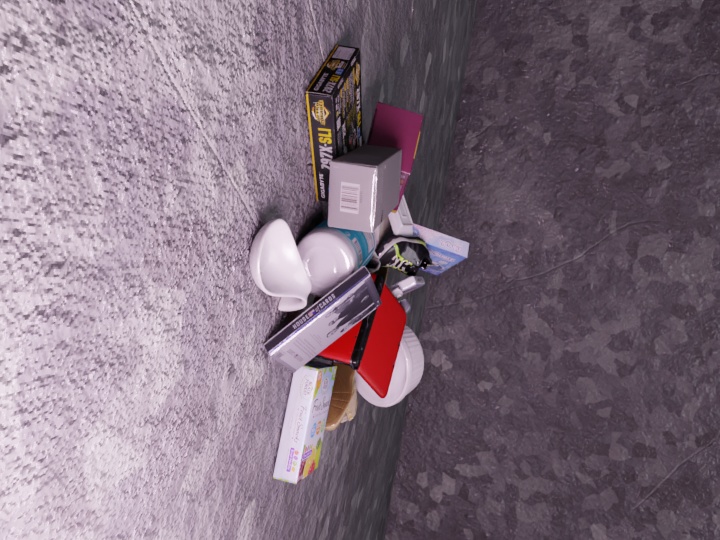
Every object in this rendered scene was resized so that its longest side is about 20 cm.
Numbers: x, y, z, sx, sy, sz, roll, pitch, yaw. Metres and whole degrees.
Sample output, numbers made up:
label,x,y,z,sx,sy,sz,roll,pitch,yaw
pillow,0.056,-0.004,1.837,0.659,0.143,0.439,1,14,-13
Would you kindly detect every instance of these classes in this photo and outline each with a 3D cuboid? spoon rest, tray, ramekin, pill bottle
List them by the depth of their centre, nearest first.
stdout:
label,x,y,z,sx,sy,sz,roll,pitch,yaw
spoon rest,-0.109,0.004,0.821,0.201,0.059,0.102,76,27,-63
pill bottle,-0.035,-0.039,1.003,0.200,0.107,0.115,-51,149,-65
tray,0.076,-0.177,1.329,0.106,0.022,0.206,-7,78,-62
ramekin,0.066,0.215,1.379,0.092,0.199,0.210,-6,109,-45

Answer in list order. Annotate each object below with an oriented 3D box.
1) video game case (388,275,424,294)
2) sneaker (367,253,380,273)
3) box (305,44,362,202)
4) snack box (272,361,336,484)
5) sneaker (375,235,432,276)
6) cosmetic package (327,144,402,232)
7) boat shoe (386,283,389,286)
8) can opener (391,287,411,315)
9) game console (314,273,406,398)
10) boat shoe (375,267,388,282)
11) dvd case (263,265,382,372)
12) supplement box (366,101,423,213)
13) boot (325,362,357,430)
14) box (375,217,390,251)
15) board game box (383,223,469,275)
label,x,y,z,sx,sy,sz,roll,pitch,yaw
video game case,0.050,0.064,1.328,0.024,0.195,0.182,64,11,6
sneaker,0.000,0.000,1.233,0.202,0.089,0.078,80,26,-58
box,-0.038,-0.243,0.968,0.204,0.048,0.162,87,16,-45
snack box,-0.102,0.281,1.089,0.142,0.051,0.207,32,69,-78
sneaker,0.105,-0.028,1.302,0.197,0.084,0.072,-11,154,-48
cosmetic package,0.012,-0.145,0.973,0.200,0.087,0.111,-48,144,-62
boat shoe,0.066,0.080,1.549,0.068,0.200,0.073,-46,123,5
can opener,0.015,0.104,1.195,0.196,0.067,0.054,-31,149,-14
game console,-0.008,0.116,1.114,0.121,0.166,0.204,87,18,-51
boat shoe,0.032,0.072,1.488,0.072,0.070,0.207,67,34,-75
dvd case,-0.055,0.085,0.941,0.198,0.025,0.151,-37,159,-5
supplement box,0.055,-0.226,1.186,0.201,0.100,0.135,105,0,-74
boot,-0.049,0.307,1.310,0.203,0.070,0.159,-75,168,-48
box,0.037,-0.128,1.349,0.201,0.066,0.085,-57,154,-59
board game box,0.151,-0.056,1.483,0.199,0.194,0.045,137,-30,-70
